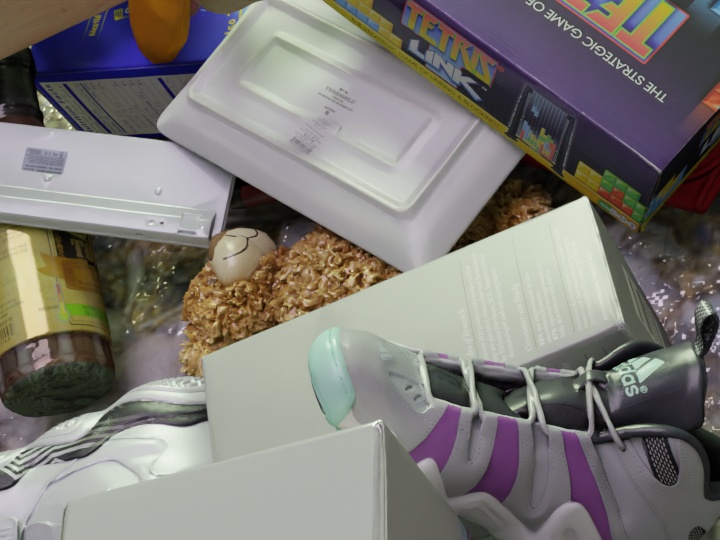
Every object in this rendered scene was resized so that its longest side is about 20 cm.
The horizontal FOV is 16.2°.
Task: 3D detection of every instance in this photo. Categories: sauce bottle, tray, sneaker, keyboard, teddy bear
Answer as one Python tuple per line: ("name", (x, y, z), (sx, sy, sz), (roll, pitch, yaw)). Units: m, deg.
("sauce bottle", (-0.175, -0.026, 1.322), (0.064, 0.065, 0.201), (-21, 67, 15))
("tray", (-0.010, -0.079, 1.243), (0.199, 0.022, 0.108), (30, 77, 38))
("sneaker", (0.084, 0.052, 1.032), (0.140, 0.200, 0.078), (-40, 37, 21))
("keyboard", (-0.163, -0.048, 1.294), (0.198, 0.011, 0.057), (7, 60, 8))
("teddy bear", (0.000, 0.000, 1.233), (0.199, 0.067, 0.146), (5, 54, 33))
("sneaker", (-0.137, 0.137, 1.199), (0.199, 0.075, 0.115), (-28, 43, 4))

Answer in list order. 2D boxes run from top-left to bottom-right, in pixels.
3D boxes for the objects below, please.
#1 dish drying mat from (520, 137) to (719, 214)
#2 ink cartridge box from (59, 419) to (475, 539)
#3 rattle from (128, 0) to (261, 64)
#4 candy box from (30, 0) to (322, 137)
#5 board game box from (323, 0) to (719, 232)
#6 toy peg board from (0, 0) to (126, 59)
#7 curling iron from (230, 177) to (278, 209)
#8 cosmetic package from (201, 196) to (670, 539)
("dish drying mat", (0.099, -0.083, 1.255), (0.199, 0.018, 0.077), (19, 58, 33))
("ink cartridge box", (-0.015, 0.185, 0.999), (0.146, 0.200, 0.147), (-15, 48, 19))
("rattle", (-0.027, -0.194, 1.288), (0.130, 0.143, 0.200), (35, 67, 31))
("candy box", (-0.066, -0.161, 1.396), (0.199, 0.077, 0.170), (0, 57, 29))
("board game box", (0.105, -0.139, 1.204), (0.199, 0.057, 0.165), (37, 60, 14))
("toy peg board", (-0.210, -0.221, 1.327), (0.199, 0.200, 0.098), (-27, 23, -13))
("curling iron", (0.011, -0.068, 1.306), (0.198, 0.026, 0.050), (-10, 70, 21))
("cosmetic package", (0.038, 0.060, 1.136), (0.199, 0.107, 0.091), (-26, 45, 13))
